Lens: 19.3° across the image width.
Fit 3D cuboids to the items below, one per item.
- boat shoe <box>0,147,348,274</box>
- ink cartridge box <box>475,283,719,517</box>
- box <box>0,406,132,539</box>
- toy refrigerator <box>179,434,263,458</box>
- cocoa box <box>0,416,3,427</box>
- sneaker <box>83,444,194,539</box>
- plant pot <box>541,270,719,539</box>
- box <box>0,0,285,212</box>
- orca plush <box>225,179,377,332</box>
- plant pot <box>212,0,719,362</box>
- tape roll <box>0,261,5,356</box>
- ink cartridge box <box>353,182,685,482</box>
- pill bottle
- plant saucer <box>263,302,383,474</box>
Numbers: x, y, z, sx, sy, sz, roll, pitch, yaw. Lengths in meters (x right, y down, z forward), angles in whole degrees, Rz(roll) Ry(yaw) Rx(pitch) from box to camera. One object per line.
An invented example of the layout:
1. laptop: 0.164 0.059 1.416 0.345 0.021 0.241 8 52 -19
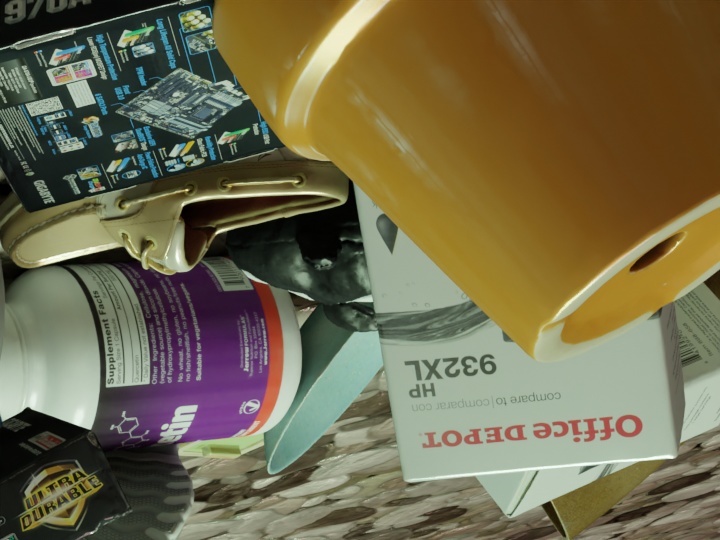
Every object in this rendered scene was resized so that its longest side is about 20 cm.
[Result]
1. boat shoe: -0.099 -0.033 1.105 0.199 0.070 0.074 -20 163 14
2. ink cartridge box: 0.138 0.056 1.383 0.199 0.144 0.084 -18 146 -36
3. box: -0.221 0.134 1.014 0.198 0.050 0.200 -29 -171 -15
4. toy refrigerator: -0.127 0.090 1.482 0.076 0.070 0.200 -25 162 29
5. cocoa box: -0.305 0.047 1.073 0.199 0.132 0.133 -23 162 24
6. sneaker: -0.140 0.149 1.291 0.074 0.083 0.200 11 -158 -2
7. plant pot: 0.189 0.068 1.552 0.199 0.187 0.186 -29 164 -3
8. box: -0.097 -0.094 0.952 0.158 0.046 0.200 -15 163 -2
9. orca plush: 0.000 0.000 1.164 0.199 0.106 0.071 23 -152 25
10. plant pot: 0.071 -0.073 0.841 0.199 0.184 0.200 -31 164 -10
11. tape roll: -0.253 0.023 0.922 0.199 0.202 0.066 -23 162 24
12. ink cartridge box: 0.080 -0.004 1.068 0.144 0.201 0.084 -6 -165 12
13. pill bottle: -0.142 0.051 1.265 0.199 0.113 0.112 -4 160 -34
14. plant saucer: -0.009 0.043 1.380 0.201 0.039 0.201 -49 170 -11
